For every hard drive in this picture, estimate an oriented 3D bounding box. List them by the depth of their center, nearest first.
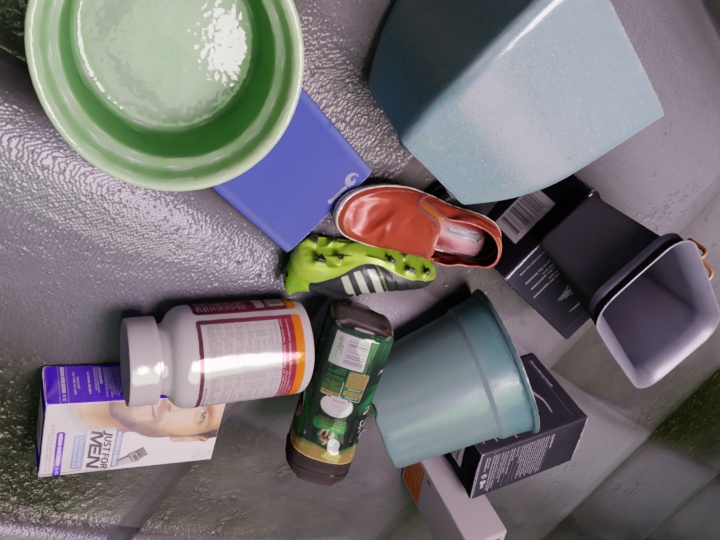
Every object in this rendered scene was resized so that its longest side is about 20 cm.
[{"bbox_3d":[-0.091,-0.120,0.664,0.132,0.025,0.200,-42,133,6],"label":"hard drive"}]

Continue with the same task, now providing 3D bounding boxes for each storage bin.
[{"bbox_3d":[0.299,0.009,0.740,0.145,0.135,0.200,-42,134,7],"label":"storage bin"}]

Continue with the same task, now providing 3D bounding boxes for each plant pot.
[{"bbox_3d":[0.122,-0.185,0.627,0.199,0.198,0.195,-40,134,16],"label":"plant pot"},{"bbox_3d":[0.107,0.157,0.886,0.193,0.202,0.202,-22,133,0],"label":"plant pot"}]

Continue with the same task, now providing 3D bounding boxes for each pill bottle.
[{"bbox_3d":[-0.158,0.091,0.731,0.196,0.110,0.111,-3,126,-27],"label":"pill bottle"}]

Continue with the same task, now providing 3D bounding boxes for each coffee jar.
[{"bbox_3d":[-0.027,0.146,0.789,0.084,0.104,0.204,17,104,-7],"label":"coffee jar"}]

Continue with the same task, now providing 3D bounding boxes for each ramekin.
[{"bbox_3d":[-0.149,-0.174,0.519,0.195,0.098,0.204,-8,120,-15],"label":"ramekin"}]

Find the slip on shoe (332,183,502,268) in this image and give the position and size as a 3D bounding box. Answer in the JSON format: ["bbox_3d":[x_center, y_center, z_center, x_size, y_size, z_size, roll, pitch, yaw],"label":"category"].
[{"bbox_3d":[0.067,-0.045,0.723,0.196,0.061,0.075,13,111,-11],"label":"slip on shoe"}]

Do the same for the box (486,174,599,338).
[{"bbox_3d":[0.255,-0.027,0.863,0.148,0.105,0.199,-45,133,9],"label":"box"}]

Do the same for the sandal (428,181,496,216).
[{"bbox_3d":[0.125,-0.091,0.797,0.200,0.048,0.076,-42,133,-7],"label":"sandal"}]

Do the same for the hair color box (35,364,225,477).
[{"bbox_3d":[-0.263,0.168,0.765,0.196,0.065,0.111,1,123,-32],"label":"hair color box"}]

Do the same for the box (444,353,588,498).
[{"bbox_3d":[0.224,0.236,1.029,0.196,0.149,0.106,-11,130,-20],"label":"box"}]

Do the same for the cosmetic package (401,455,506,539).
[{"bbox_3d":[0.141,0.366,1.047,0.070,0.201,0.103,-10,129,-21],"label":"cosmetic package"}]

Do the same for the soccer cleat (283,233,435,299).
[{"bbox_3d":[0.000,0.000,0.789,0.196,0.069,0.081,4,142,-32],"label":"soccer cleat"}]
